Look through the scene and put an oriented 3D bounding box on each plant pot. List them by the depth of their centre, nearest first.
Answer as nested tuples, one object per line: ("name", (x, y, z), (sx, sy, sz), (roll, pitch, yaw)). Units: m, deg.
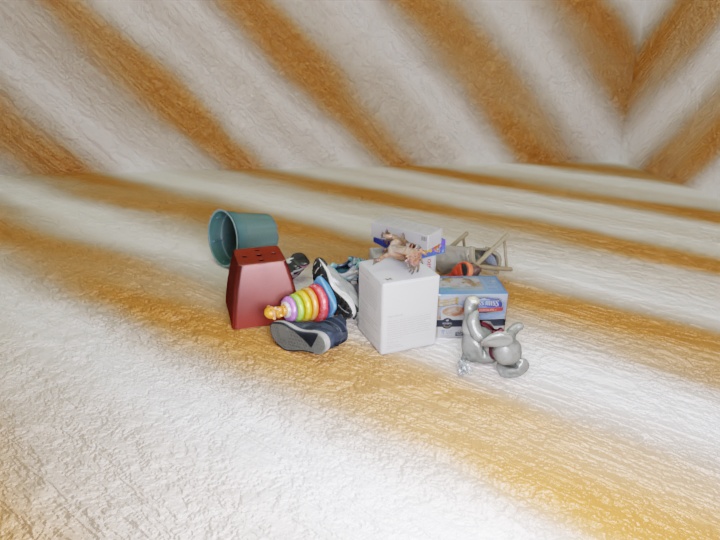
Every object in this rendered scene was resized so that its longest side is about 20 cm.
("plant pot", (-0.289, 0.037, 1.658), (0.197, 0.178, 0.200), (-7, 24, -17))
("plant pot", (-0.412, -0.123, 2.046), (0.195, 0.203, 0.199), (-10, 23, -44))

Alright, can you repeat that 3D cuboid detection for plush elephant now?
("plush elephant", (0.327, 0.172, 1.381), (0.153, 0.165, 0.201), (-1, 47, 32))

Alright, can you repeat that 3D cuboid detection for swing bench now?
("swing bench", (0.364, -0.045, 1.898), (0.198, 0.131, 0.198), (-18, 17, -34))

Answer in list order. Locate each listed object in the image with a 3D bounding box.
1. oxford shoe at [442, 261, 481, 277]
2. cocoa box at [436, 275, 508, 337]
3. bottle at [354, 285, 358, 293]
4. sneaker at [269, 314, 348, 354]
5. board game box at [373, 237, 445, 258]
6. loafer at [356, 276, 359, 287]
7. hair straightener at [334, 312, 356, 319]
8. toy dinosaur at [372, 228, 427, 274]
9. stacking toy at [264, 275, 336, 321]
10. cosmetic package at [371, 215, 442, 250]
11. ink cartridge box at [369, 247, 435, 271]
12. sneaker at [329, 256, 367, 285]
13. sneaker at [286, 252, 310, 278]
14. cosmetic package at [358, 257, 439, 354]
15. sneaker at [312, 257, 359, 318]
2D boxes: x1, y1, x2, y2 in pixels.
("oxford shoe", (0.281, 0.042, 1.710), (0.072, 0.072, 0.200), (5, -29, -37))
("cocoa box", (0.294, 0.097, 1.587), (0.197, 0.133, 0.134), (0, 22, -3))
("bottle", (-0.002, 0.060, 1.731), (0.065, 0.085, 0.199), (-5, 19, -44))
("sneaker", (-0.126, 0.160, 1.501), (0.200, 0.078, 0.146), (10, 20, 33))
("board game box", (0.149, -0.092, 1.767), (0.133, 0.045, 0.200), (-13, 26, -29))
("loafer", (0.075, -0.011, 1.615), (0.199, 0.071, 0.068), (-24, -14, -11))
("hair straightener", (-0.069, 0.097, 1.696), (0.076, 0.041, 0.199), (-14, 27, -31))
("toy dinosaur", (0.115, -0.048, 1.479), (0.134, 0.087, 0.200), (15, 13, 13))
("stacking toy", (-0.174, 0.100, 1.551), (0.198, 0.110, 0.117), (-13, 62, -38))
("cosmetic package", (0.135, -0.112, 1.688), (0.198, 0.051, 0.082), (17, 30, 33))
("ink cartridge box", (0.128, 0.006, 1.783), (0.197, 0.147, 0.088), (-3, 23, -9))
("sneaker", (0.000, 0.000, 1.661), (0.197, 0.087, 0.078), (-13, 35, 6))
("sneaker", (-0.247, 0.008, 1.854), (0.080, 0.087, 0.199), (47, 33, 23))
("cosmetic package", (0.097, 0.086, 1.518), (0.164, 0.202, 0.167), (-8, 24, -20))
("sneaker", (-0.067, 0.045, 1.627), (0.079, 0.074, 0.201), (-27, 74, -42))
